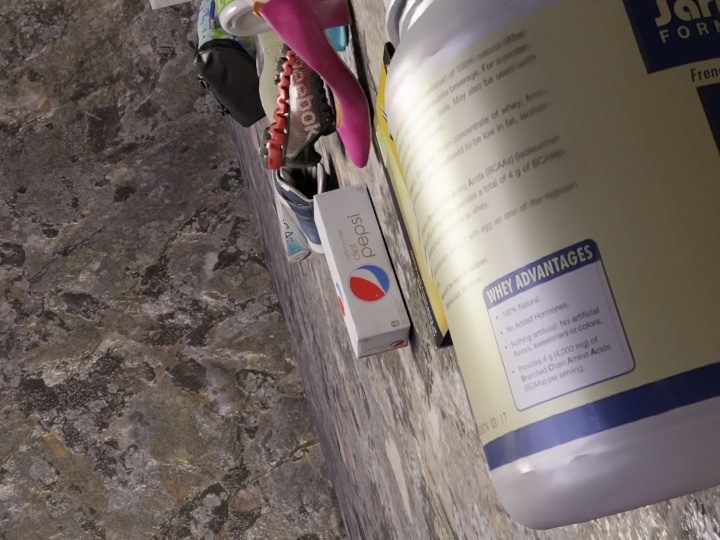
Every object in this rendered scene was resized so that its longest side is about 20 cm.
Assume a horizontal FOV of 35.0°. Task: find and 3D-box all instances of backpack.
[{"bbox_3d":[-0.193,-0.359,1.806,0.163,0.153,0.201,52,-170,-42],"label":"backpack"}]

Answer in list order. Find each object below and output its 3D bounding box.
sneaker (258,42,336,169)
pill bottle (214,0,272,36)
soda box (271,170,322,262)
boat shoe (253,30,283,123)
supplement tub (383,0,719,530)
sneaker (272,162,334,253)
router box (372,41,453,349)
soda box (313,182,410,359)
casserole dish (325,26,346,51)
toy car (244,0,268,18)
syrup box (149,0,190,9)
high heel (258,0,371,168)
[{"bbox_3d":[-0.070,-0.225,1.489,0.071,0.097,0.203,-85,7,-76],"label":"sneaker"},{"bbox_3d":[-0.169,-0.450,1.632,0.111,0.110,0.202,109,146,-76],"label":"pill bottle"},{"bbox_3d":[-0.109,-0.113,1.956,0.064,0.068,0.201,-113,12,-47],"label":"soda box"},{"bbox_3d":[-0.125,-0.312,1.719,0.063,0.070,0.202,-141,40,-82],"label":"boat shoe"},{"bbox_3d":[0.090,-0.027,0.389,0.145,0.143,0.202,105,150,-75],"label":"supplement tub"},{"bbox_3d":[-0.093,-0.141,1.718,0.203,0.076,0.147,57,173,39],"label":"sneaker"},{"bbox_3d":[0.063,-0.057,0.875,0.157,0.052,0.202,99,156,-72],"label":"router box"},{"bbox_3d":[0.000,0.000,1.376,0.064,0.067,0.202,92,163,-63],"label":"soda box"},{"bbox_3d":[-0.059,-0.340,1.308,0.121,0.038,0.202,91,163,-64],"label":"casserole dish"},{"bbox_3d":[-0.142,-0.387,1.418,0.201,0.176,0.184,61,158,11],"label":"toy car"},{"bbox_3d":[-0.233,-0.467,1.735,0.081,0.198,0.080,140,114,-83],"label":"syrup box"},{"bbox_3d":[-0.045,-0.202,1.237,0.067,0.095,0.202,-122,20,-65],"label":"high heel"}]
